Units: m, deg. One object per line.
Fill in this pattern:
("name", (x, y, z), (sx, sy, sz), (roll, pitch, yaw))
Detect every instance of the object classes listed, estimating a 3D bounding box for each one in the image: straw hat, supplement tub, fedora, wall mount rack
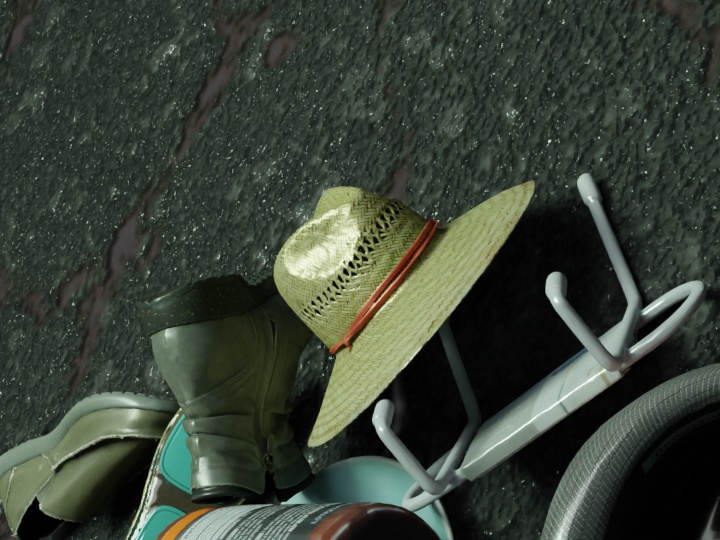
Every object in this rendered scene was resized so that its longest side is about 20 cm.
("straw hat", (0.000, 0.000, 0.918), (0.201, 0.085, 0.201), (-49, 3, 4))
("supplement tub", (-0.048, 0.176, 0.884), (0.199, 0.107, 0.108), (-11, 59, 49))
("fedora", (0.158, 0.137, 0.672), (0.176, 0.090, 0.201), (4, 74, 10))
("wall mount rack", (0.084, 0.034, 0.878), (0.200, 0.075, 0.174), (-38, 5, 23))

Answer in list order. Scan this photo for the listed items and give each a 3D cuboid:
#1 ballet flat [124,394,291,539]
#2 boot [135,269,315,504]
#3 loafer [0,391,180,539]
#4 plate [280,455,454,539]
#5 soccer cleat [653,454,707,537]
("ballet flat", (-0.104, 0.143, 1.061), (0.071, 0.071, 0.201), (27, 90, 55))
("boot", (-0.054, 0.067, 0.988), (0.067, 0.200, 0.131), (-16, 88, 31))
("loafer", (-0.183, 0.139, 1.163), (0.200, 0.075, 0.070), (-32, 57, 43))
("plate", (-0.011, 0.201, 0.932), (0.200, 0.026, 0.201), (-30, 47, 39))
("soccer cleat", (0.119, 0.157, 0.777), (0.201, 0.066, 0.076), (-63, 3, 10))
